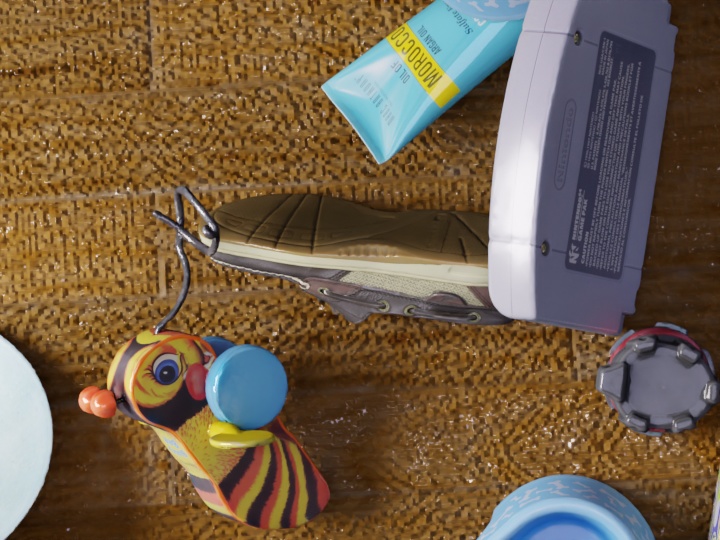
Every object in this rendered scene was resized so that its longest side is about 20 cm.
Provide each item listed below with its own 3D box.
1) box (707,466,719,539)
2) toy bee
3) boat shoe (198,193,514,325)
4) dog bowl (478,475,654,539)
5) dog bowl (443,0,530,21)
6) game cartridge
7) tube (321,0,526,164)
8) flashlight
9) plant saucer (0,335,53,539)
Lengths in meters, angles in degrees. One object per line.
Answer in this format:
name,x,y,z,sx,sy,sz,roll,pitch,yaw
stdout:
box,0.247,0.083,1.349,0.064,0.070,0.202,11,89,4
toy bee,-0.105,0.074,1.350,0.108,0.131,0.201,-31,86,-22
boat shoe,0.000,0.000,1.372,0.198,0.073,0.065,8,122,18
dog bowl,0.087,0.208,1.362,0.200,0.050,0.112,-42,86,3
dog bowl,0.082,-0.247,1.356,0.111,0.050,0.202,-3,75,19
game cartridge,0.126,-0.068,1.336,0.041,0.133,0.202,8,88,40
tube,0.072,-0.147,1.383,0.200,0.050,0.078,-38,46,4
flashlight,0.169,0.062,1.292,0.068,0.200,0.068,-42,87,1
plant saucer,-0.279,0.113,1.377,0.199,0.039,0.202,0,53,0
